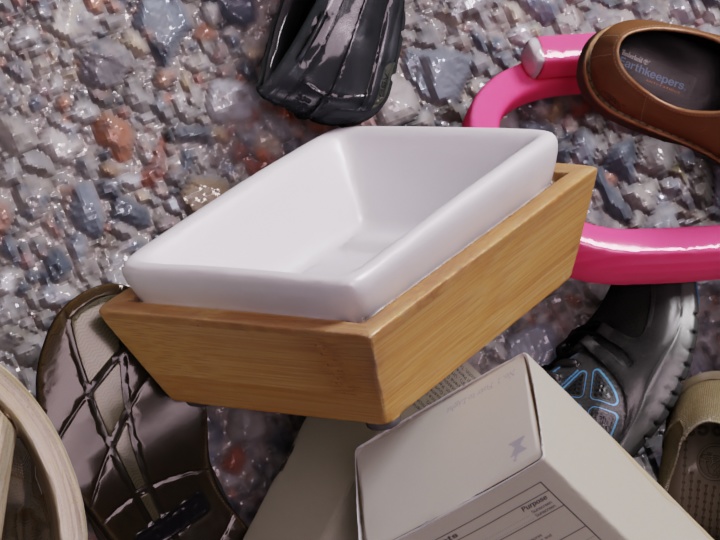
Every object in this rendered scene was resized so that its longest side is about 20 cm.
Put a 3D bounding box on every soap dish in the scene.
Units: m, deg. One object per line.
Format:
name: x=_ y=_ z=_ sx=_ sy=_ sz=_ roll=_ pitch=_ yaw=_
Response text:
soap dish: x=0.000 y=0.000 z=1.207 sx=0.200 sy=0.157 sz=0.081 roll=-35 pitch=120 yaw=-47

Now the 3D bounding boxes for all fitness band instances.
fitness band: x=0.150 y=-0.060 z=1.327 sx=0.200 sy=0.037 sz=0.144 roll=-4 pitch=56 yaw=-20

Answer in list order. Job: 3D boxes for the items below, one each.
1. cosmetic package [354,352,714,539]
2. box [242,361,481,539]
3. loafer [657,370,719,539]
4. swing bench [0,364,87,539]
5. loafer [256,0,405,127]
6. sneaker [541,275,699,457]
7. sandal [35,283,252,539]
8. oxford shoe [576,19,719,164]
cosmetic package: x=0.096 y=0.139 z=1.195 sx=0.200 sy=0.103 sz=0.073 roll=46 pitch=25 yaw=-33
box: x=-0.003 y=0.130 z=1.232 sx=0.082 sy=0.068 sz=0.200 roll=45 pitch=59 yaw=-28
loafer: x=0.176 y=0.153 z=1.296 sx=0.076 sy=0.067 sz=0.200 roll=-3 pitch=92 yaw=18
swing bench: x=-0.210 y=0.137 z=1.112 sx=0.130 sy=0.199 sz=0.200 roll=28 pitch=74 yaw=-14
loafer: x=-0.009 y=-0.174 z=1.302 sx=0.070 sy=0.068 sz=0.201 roll=14 pitch=80 yaw=-26
sneaker: x=0.112 y=0.067 z=1.306 sx=0.082 sy=0.073 sz=0.200 roll=26 pitch=72 yaw=-9
sandal: x=-0.100 y=0.101 z=1.239 sx=0.082 sy=0.055 sz=0.200 roll=-33 pitch=108 yaw=-16
oxford shoe: x=0.210 y=-0.079 z=1.284 sx=0.200 sy=0.071 sz=0.071 roll=14 pitch=85 yaw=-5
